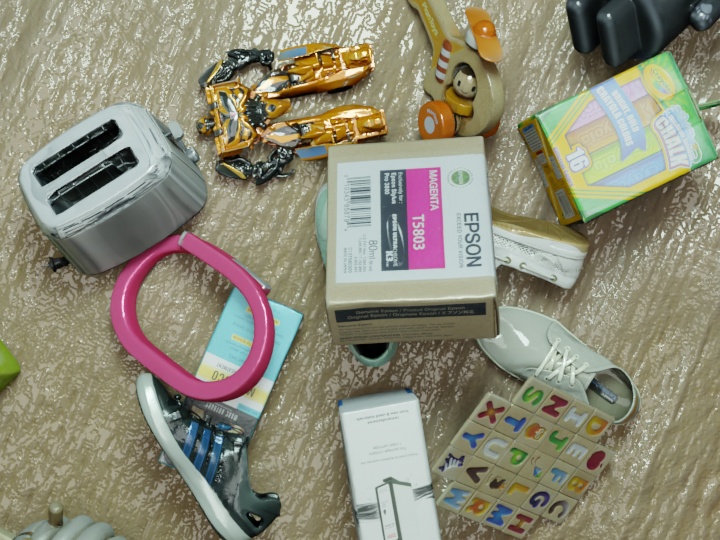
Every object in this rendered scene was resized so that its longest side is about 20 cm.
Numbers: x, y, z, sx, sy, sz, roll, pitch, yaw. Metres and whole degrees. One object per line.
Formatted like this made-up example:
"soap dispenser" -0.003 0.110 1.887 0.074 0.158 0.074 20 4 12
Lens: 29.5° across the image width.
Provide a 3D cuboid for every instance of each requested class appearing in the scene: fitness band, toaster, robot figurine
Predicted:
"fitness band" -0.171 0.047 1.404 0.199 0.037 0.144 34 93 25
"toaster" -0.259 -0.081 1.384 0.199 0.129 0.114 -31 69 -1
"robot figurine" 0.299 -0.297 1.403 0.200 0.125 0.150 -43 88 -19
"robot figurine" -0.076 -0.172 1.435 0.198 0.058 0.147 -12 89 -2

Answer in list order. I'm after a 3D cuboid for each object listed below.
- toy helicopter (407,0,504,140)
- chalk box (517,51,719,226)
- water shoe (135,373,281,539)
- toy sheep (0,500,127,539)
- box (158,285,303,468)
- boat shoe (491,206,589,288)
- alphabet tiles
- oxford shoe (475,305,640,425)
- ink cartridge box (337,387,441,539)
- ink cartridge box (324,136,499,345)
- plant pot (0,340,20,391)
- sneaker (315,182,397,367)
"toy helicopter" 0.096 -0.236 1.415 0.078 0.132 0.202 -12 71 -30
"chalk box" 0.283 -0.144 1.413 0.198 0.124 0.125 -26 90 -3
"water shoe" -0.152 0.178 1.379 0.078 0.071 0.201 -32 97 -6
"toy sheep" -0.294 0.309 1.391 0.199 0.138 0.139 31 89 12
"box" -0.135 0.122 1.436 0.082 0.049 0.202 23 89 -1
"boat shoe" 0.137 -0.027 1.434 0.198 0.071 0.070 17 111 10
"alphabet tiles" 0.170 0.195 1.398 0.199 0.006 0.167 26 105 -35
"oxford shoe" 0.212 0.099 1.442 0.199 0.058 0.076 32 90 0
"ink cartridge box" 0.031 0.230 1.391 0.083 0.146 0.202 -10 90 -3
"ink cartridge box" 0.049 -0.031 1.339 0.163 0.075 0.202 -4 53 4
"plant pot" -0.488 0.095 1.362 0.199 0.181 0.200 -41 92 -2
"sneaker" 0.000 0.000 1.406 0.073 0.118 0.203 -15 89 0
